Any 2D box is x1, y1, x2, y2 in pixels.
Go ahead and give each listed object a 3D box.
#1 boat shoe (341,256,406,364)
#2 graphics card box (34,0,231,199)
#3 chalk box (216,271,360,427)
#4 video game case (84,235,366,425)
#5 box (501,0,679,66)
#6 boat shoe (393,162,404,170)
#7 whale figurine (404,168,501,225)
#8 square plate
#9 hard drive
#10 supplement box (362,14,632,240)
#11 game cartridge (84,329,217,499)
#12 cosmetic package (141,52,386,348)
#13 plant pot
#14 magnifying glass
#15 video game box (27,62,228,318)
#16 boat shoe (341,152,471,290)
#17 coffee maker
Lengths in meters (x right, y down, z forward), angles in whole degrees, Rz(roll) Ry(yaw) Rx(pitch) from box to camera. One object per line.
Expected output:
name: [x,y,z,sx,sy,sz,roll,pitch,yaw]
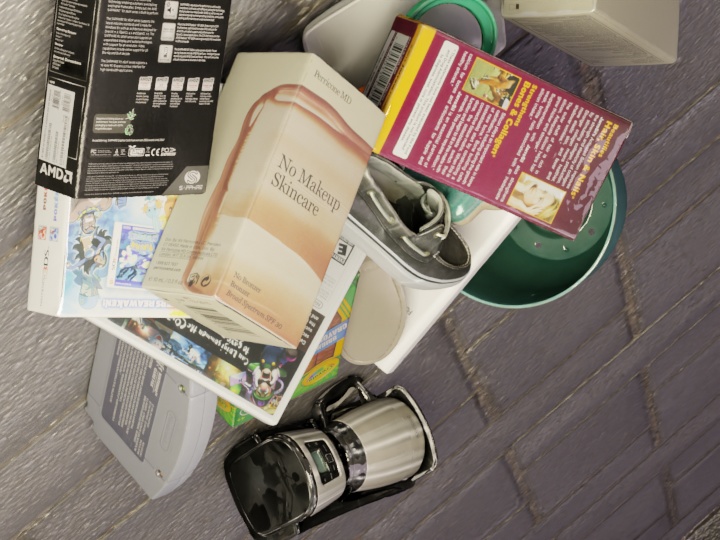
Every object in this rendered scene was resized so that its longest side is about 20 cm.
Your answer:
boat shoe: [0.000,0.000,1.500,0.073,0.063,0.200,-10,130,-4]
graphics card box: [-0.152,-0.151,1.117,0.125,0.051,0.200,-8,110,-50]
chalk box: [-0.096,0.049,1.477,0.124,0.124,0.200,-27,149,-28]
video game case: [-0.107,0.003,1.326,0.200,0.023,0.182,33,78,-27]
box: [0.213,-0.245,1.478,0.200,0.095,0.078,12,81,-60]
boat shoe: [0.019,-0.112,1.399,0.200,0.069,0.072,-38,153,-7]
whale figurine: [0.081,-0.113,1.459,0.200,0.159,0.104,-15,137,25]
square plate: [0.038,-0.203,1.400,0.200,0.028,0.198,-37,152,-12]
hard drive: [0.043,-0.019,1.555,0.200,0.132,0.027,-51,166,16]
supplement box: [0.104,-0.117,1.331,0.200,0.086,0.110,23,98,-18]
game cartridge: [-0.183,0.106,1.432,0.041,0.133,0.200,-21,146,-35]
cosmetic package: [-0.070,-0.054,1.219,0.103,0.087,0.200,34,70,-44]
plant pot: [0.172,-0.068,1.604,0.201,0.201,0.161,-51,165,16]
magnifying glass: [0.028,-0.158,1.356,0.200,0.022,0.080,-37,110,0]
video game box: [-0.153,-0.055,1.224,0.200,0.047,0.182,3,91,-48]
boat shoe: [0.042,-0.039,1.362,0.071,0.072,0.200,-21,149,33]
coffee maker: [-0.042,0.229,1.796,0.200,0.135,0.192,-15,142,-42]
